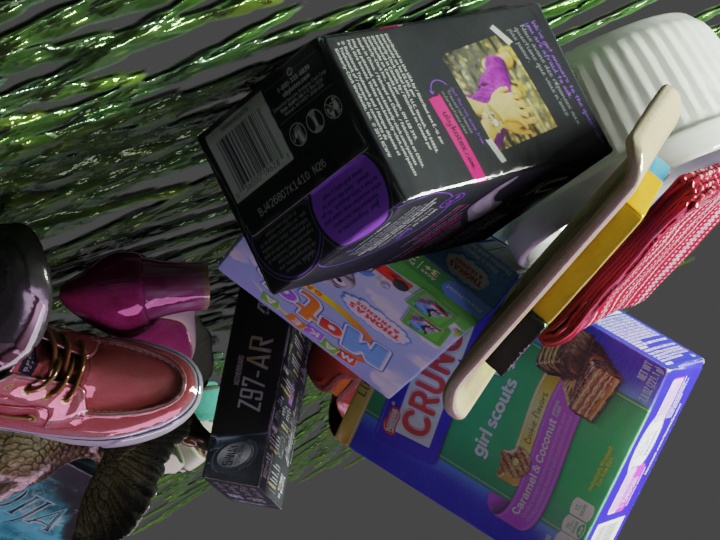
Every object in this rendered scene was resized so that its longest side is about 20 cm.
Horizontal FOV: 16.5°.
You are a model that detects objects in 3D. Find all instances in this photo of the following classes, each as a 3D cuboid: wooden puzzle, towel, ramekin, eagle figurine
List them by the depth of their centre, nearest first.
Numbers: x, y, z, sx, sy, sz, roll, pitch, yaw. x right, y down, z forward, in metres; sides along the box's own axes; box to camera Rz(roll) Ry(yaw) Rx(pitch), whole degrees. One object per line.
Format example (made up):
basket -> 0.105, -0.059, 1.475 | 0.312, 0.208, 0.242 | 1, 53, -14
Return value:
wooden puzzle -> 0.128, -0.010, 1.485 | 0.200, 0.037, 0.185 | -55, 177, 20
towel -> 0.194, -0.014, 1.597 | 0.145, 0.022, 0.200 | -48, 168, 22
ramekin -> 0.175, -0.091, 1.681 | 0.200, 0.105, 0.200 | -25, 170, -5
eagle figurine -> -0.187, 0.127, 1.788 | 0.152, 0.151, 0.200 | -19, -178, 34

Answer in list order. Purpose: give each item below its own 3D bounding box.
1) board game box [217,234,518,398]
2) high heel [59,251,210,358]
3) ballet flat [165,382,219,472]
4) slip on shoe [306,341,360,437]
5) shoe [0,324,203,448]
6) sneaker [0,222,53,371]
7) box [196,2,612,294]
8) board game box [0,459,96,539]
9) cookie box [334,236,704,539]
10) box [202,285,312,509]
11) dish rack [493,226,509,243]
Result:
board game box -> 0.000, 0.000, 1.611 | 0.037, 0.151, 0.200 | -54, -177, -26
high heel -> -0.156, 0.028, 1.651 | 0.096, 0.067, 0.200 | -3, 175, -10
ballet flat -> -0.165, 0.138, 2.077 | 0.067, 0.070, 0.200 | -31, 169, 22
slip on shoe -> -0.012, 0.068, 1.916 | 0.061, 0.074, 0.200 | -18, 140, -3
shoe -> -0.197, 0.065, 1.551 | 0.200, 0.072, 0.091 | 3, 163, -6
sneaker -> -0.262, 0.039, 1.395 | 0.115, 0.076, 0.200 | -11, 164, -43
box -> 0.027, -0.072, 1.420 | 0.200, 0.106, 0.122 | -14, 164, -49
board game box -> -0.278, 0.171, 1.934 | 0.135, 0.028, 0.200 | -29, 146, 18
cookie box -> 0.107, 0.089, 1.717 | 0.075, 0.200, 0.171 | -5, 122, -62
box -> -0.073, 0.092, 1.875 | 0.043, 0.160, 0.200 | 10, 171, 5
dish rack -> 0.088, 0.006, 1.896 | 0.200, 0.044, 0.172 | -61, -174, -21
